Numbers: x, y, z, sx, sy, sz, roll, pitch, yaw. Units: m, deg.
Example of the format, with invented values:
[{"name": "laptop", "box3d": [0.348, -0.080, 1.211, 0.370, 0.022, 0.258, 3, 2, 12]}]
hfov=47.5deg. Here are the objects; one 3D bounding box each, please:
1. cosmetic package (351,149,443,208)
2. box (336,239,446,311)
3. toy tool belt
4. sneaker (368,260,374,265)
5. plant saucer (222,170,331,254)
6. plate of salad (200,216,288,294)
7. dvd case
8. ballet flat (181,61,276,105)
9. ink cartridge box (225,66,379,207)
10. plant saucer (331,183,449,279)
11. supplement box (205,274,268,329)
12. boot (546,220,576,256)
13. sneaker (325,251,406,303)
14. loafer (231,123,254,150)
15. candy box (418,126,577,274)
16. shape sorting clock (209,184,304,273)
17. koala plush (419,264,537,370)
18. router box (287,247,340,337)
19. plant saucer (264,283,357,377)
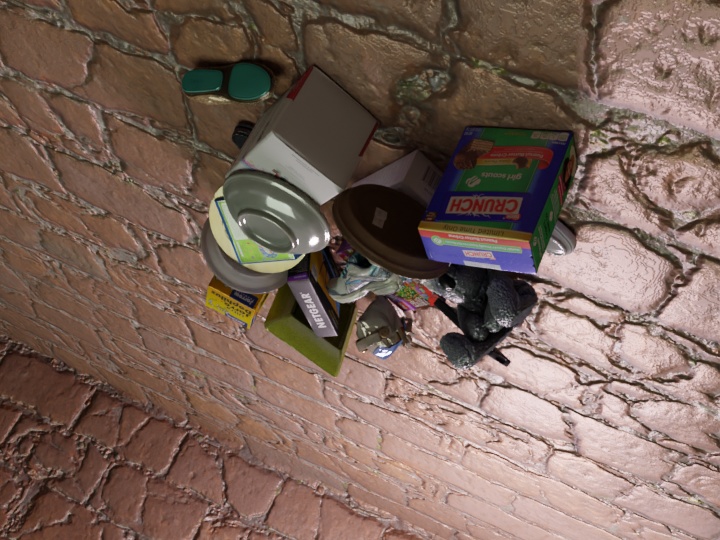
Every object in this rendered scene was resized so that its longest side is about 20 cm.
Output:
[{"name": "cosmetic package", "box3d": [0.060, -0.118, 1.376, 0.101, 0.075, 0.199, 38, 149, -19]}, {"name": "box", "box3d": [0.065, 0.001, 1.606, 0.199, 0.039, 0.136, 40, 151, -22]}, {"name": "toy tool belt", "box3d": [0.055, 0.140, 1.717, 0.122, 0.125, 0.200, 39, 168, 10]}, {"name": "sneaker", "box3d": [0.082, -0.030, 1.355, 0.087, 0.076, 0.199, 4, 166, -30]}, {"name": "plant saucer", "box3d": [-0.146, -0.079, 1.339, 0.197, 0.051, 0.201, 22, 153, 12]}, {"name": "plate of salad", "box3d": [-0.221, -0.043, 1.614, 0.198, 0.202, 0.048, 32, 144, -9]}, {"name": "dvd case", "box3d": [0.215, 0.120, 1.550, 0.143, 0.018, 0.200, 44, -176, 22]}, {"name": "ballet flat", "box3d": [-0.202, -0.300, 1.335, 0.197, 0.072, 0.065, 13, 177, 32]}, {"name": "ink cartridge box", "box3d": [-0.097, -0.193, 1.313, 0.144, 0.147, 0.199, 36, 152, -18]}, {"name": "plant saucer", "box3d": [0.051, -0.065, 1.217, 0.198, 0.201, 0.030, 29, 124, -3]}, {"name": "supplement box", "box3d": [-0.224, -0.004, 1.684, 0.108, 0.202, 0.110, 27, 153, -1]}, {"name": "boot", "box3d": [0.242, -0.054, 1.294, 0.198, 0.096, 0.074, 29, 153, -1]}, {"name": "sneaker", "box3d": [0.000, 0.000, 1.561, 0.198, 0.078, 0.087, -15, 119, 44]}, {"name": "loafer", "box3d": [-0.151, -0.183, 1.467, 0.199, 0.064, 0.072, 37, 149, -16]}, {"name": "candy box", "box3d": [0.194, -0.103, 1.143, 0.167, 0.202, 0.077, 8, 148, 31]}, {"name": "shape sorting clock", "box3d": [-0.185, -0.083, 1.506, 0.196, 0.039, 0.203, 11, 126, 14]}, {"name": "koala plush", "box3d": [0.187, 0.029, 1.394, 0.200, 0.183, 0.178, 47, 123, 15]}, {"name": "router box", "box3d": [-0.090, 0.018, 1.650, 0.050, 0.151, 0.201, -7, 142, 13]}, {"name": "plant saucer", "box3d": [-0.090, 0.094, 1.755, 0.199, 0.202, 0.048, 37, 132, -17]}]
